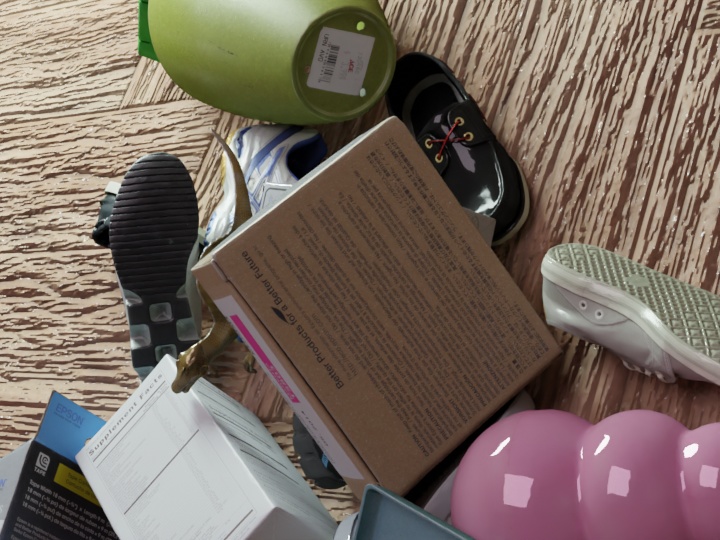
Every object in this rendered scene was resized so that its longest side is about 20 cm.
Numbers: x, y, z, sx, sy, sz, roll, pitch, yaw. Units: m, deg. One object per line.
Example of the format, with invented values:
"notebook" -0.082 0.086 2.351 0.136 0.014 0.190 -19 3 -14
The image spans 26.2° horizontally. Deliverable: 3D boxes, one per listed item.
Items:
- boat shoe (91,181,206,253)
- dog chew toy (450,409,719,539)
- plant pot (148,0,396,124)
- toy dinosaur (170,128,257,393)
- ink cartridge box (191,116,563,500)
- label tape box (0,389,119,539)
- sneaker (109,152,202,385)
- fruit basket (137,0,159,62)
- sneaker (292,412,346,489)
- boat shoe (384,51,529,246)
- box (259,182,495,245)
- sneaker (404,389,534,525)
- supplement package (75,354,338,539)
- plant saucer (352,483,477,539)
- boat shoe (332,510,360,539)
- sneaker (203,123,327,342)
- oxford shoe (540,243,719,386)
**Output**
"boat shoe" -0.188 -0.026 1.380 0.199 0.074 0.066 26 81 49
"dog chew toy" 0.157 0.137 0.920 0.199 0.125 0.125 -12 53 26
"plant pot" -0.057 -0.196 1.286 0.187 0.187 0.200 -50 35 0
"toy dinosaur" -0.084 0.000 1.143 0.058 0.101 0.201 -4 68 39
"ink cartridge box" 0.011 0.027 1.031 0.165 0.200 0.075 -38 7 -18
"label tape box" -0.235 0.215 1.190 0.063 0.144 0.201 -10 54 39
"sneaker" -0.166 0.002 1.279 0.089 0.074 0.201 -115 25 -81
"fruit basket" -0.108 -0.292 1.486 0.214 0.156 0.217 4 53 -6
"sneaker" -0.022 0.056 1.103 0.082 0.201 0.073 -15 11 41
"boat shoe" 0.070 -0.096 1.211 0.074 0.063 0.202 -36 44 12
"box" 0.000 0.000 1.178 0.199 0.060 0.117 7 84 44
"sneaker" 0.068 0.168 1.024 0.200 0.085 0.073 -50 15 -30
"supplement package" -0.106 0.174 1.129 0.114 0.109 0.200 -47 41 4
"plant saucer" 0.078 0.194 0.889 0.199 0.019 0.070 26 115 30
"boat shoe" -0.003 0.254 1.009 0.062 0.072 0.201 -31 45 31
"sneaker" -0.074 -0.038 1.289 0.088 0.075 0.201 -5 64 20
"oxford shoe" 0.196 0.042 1.002 0.200 0.075 0.058 29 123 41
